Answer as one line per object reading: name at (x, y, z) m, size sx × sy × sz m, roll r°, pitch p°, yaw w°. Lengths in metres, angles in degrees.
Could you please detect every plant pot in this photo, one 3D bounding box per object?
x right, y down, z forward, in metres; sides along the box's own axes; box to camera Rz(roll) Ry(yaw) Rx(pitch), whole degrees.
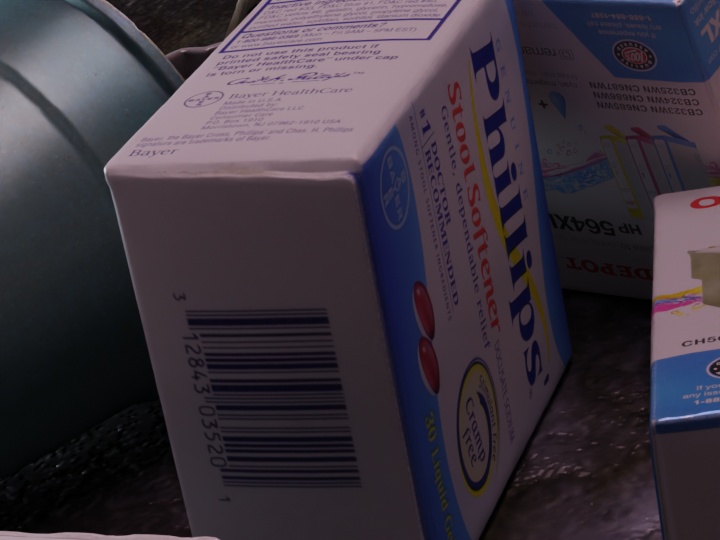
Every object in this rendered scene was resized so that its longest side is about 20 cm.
plant pot at (-0.172, 0.008, 1.062) m, size 0.196 × 0.200 × 0.200 m, roll -36°, pitch 32°, yaw -27°

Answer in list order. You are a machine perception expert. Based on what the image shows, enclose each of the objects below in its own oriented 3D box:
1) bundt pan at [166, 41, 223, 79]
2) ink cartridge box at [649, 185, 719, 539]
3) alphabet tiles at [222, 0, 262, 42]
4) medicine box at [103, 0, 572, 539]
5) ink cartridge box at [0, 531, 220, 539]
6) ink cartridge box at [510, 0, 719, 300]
bundt pan at (-0.068, -0.048, 1.253) m, size 0.202 × 0.076 × 0.202 m, roll -9°, pitch 25°, yaw 4°
ink cartridge box at (0.183, 0.035, 0.940) m, size 0.144 × 0.085 × 0.200 m, roll -8°, pitch 23°, yaw 10°
alphabet tiles at (0.011, -0.125, 1.131) m, size 0.200 × 0.166 × 0.006 m, roll -28°, pitch 68°, yaw -33°
medicine box at (0.000, 0.000, 0.983) m, size 0.103 × 0.182 × 0.200 m, roll -1°, pitch 26°, yaw 22°
ink cartridge box at (-0.135, 0.164, 0.781) m, size 0.145 × 0.084 × 0.200 m, roll -2°, pitch 22°, yaw 33°
ink cartridge box at (0.143, -0.079, 1.099) m, size 0.128 × 0.200 × 0.125 m, roll 8°, pitch 48°, yaw 39°
